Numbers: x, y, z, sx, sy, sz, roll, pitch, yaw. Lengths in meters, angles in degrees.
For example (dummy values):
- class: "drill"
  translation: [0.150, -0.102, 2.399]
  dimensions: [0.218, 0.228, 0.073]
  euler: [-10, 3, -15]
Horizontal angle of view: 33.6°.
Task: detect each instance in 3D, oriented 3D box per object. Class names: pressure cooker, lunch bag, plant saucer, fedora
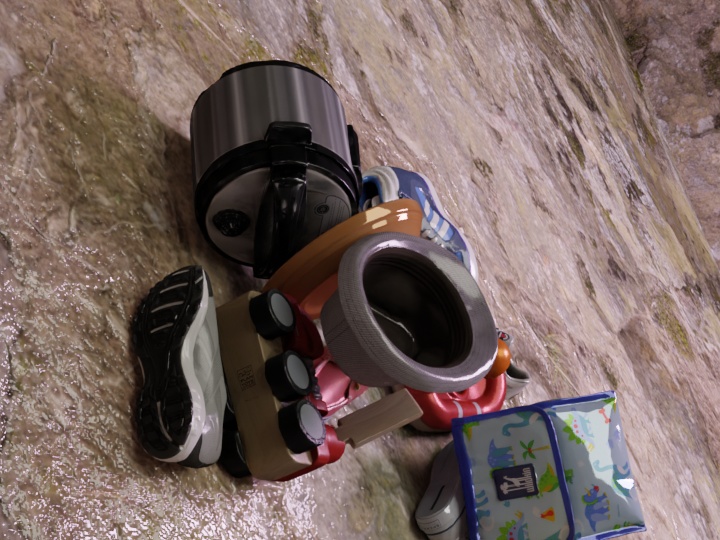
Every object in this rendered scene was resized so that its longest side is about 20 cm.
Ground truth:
- class: "pressure cooker"
  translation: [-0.091, -0.096, 1.248]
  dimensions: [0.176, 0.179, 0.200]
  euler: [43, 27, -43]
- class: "lunch bag"
  translation: [0.209, 0.238, 1.379]
  dimensions: [0.200, 0.127, 0.170]
  euler: [-6, 78, -19]
- class: "plant saucer"
  translation: [-0.014, -0.003, 1.269]
  dimensions: [0.037, 0.200, 0.200]
  euler: [56, 25, 14]
- class: "fedora"
  translation: [0.035, 0.054, 1.181]
  dimensions: [0.200, 0.090, 0.177]
  euler: [-9, 68, -51]

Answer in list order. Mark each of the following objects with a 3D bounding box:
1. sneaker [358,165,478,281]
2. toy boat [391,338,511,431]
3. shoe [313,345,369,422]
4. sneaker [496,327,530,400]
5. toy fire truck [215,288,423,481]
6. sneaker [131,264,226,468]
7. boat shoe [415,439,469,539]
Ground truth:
- class: "sneaker"
  translation: [0.061, -0.049, 1.570]
  dimensions: [0.146, 0.081, 0.200]
  euler: [-2, 62, -50]
- class: "toy boat"
  translation: [0.129, 0.124, 1.485]
  dimensions: [0.200, 0.131, 0.131]
  euler: [11, 56, -58]
- class: "shoe"
  translation: [-0.008, 0.103, 1.303]
  dimensions: [0.072, 0.091, 0.200]
  euler: [60, 27, -4]
- class: "sneaker"
  translation: [0.160, 0.090, 1.626]
  dimensions: [0.200, 0.088, 0.074]
  euler: [52, 29, -16]
- class: "toy fire truck"
  translation: [-0.047, 0.116, 1.191]
  dimensions: [0.200, 0.129, 0.176]
  euler: [23, 45, -58]
- class: "sneaker"
  translation: [-0.159, 0.087, 1.085]
  dimensions: [0.079, 0.074, 0.200]
  euler: [43, 37, -51]
- class: "boat shoe"
  translation: [0.121, 0.262, 1.423]
  dimensions: [0.200, 0.074, 0.067]
  euler: [-46, 115, -50]
